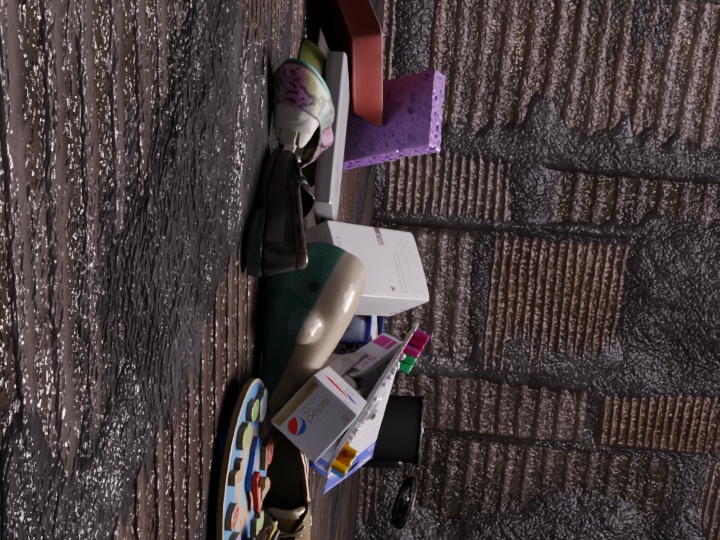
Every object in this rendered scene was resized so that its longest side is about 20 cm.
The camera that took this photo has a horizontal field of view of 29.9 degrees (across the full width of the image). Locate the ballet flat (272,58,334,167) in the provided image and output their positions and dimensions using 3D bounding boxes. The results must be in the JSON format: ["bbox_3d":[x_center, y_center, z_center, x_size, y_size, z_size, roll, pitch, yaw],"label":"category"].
[{"bbox_3d":[-0.066,-0.159,1.475,0.200,0.069,0.071,84,30,-74],"label":"ballet flat"}]

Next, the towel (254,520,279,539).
[{"bbox_3d":[-0.117,0.358,1.313,0.144,0.023,0.201,-57,159,-73],"label":"towel"}]

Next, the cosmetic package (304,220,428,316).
[{"bbox_3d":[0.000,0.000,1.726,0.200,0.074,0.102,4,67,-58],"label":"cosmetic package"}]

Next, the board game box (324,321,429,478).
[{"bbox_3d":[0.020,0.165,1.648,0.200,0.026,0.200,-57,175,-9],"label":"board game box"}]

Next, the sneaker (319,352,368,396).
[{"bbox_3d":[-0.048,0.123,1.643,0.200,0.115,0.075,-71,166,-77],"label":"sneaker"}]

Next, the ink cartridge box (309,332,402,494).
[{"bbox_3d":[-0.010,0.189,1.777,0.119,0.042,0.200,-32,142,-49],"label":"ink cartridge box"}]

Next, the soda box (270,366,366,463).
[{"bbox_3d":[-0.042,0.151,1.447,0.068,0.064,0.200,-47,177,1],"label":"soda box"}]

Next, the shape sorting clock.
[{"bbox_3d":[-0.111,0.205,1.322,0.200,0.039,0.201,4,90,-87],"label":"shape sorting clock"}]

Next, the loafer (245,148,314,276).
[{"bbox_3d":[-0.074,-0.057,1.392,0.200,0.063,0.072,-81,175,-54],"label":"loafer"}]

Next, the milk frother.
[{"bbox_3d":[0.007,0.306,2.215,0.200,0.188,0.181,-80,173,-54],"label":"milk frother"}]

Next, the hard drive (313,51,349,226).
[{"bbox_3d":[-0.036,-0.157,1.705,0.132,0.027,0.201,86,9,-72],"label":"hard drive"}]

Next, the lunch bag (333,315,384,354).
[{"bbox_3d":[-0.028,0.073,1.878,0.170,0.123,0.200,92,0,-47],"label":"lunch bag"}]

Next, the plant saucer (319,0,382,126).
[{"bbox_3d":[-0.017,-0.318,1.779,0.200,0.037,0.200,89,-16,-59],"label":"plant saucer"}]

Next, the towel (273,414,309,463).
[{"bbox_3d":[-0.092,0.261,1.691,0.171,0.048,0.201,81,13,-89],"label":"towel"}]

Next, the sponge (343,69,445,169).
[{"bbox_3d":[0.022,-0.202,1.847,0.030,0.200,0.112,24,64,-50],"label":"sponge"}]

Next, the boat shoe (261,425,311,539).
[{"bbox_3d":[-0.088,0.263,1.446,0.074,0.075,0.201,168,-82,-78],"label":"boat shoe"}]

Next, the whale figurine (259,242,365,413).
[{"bbox_3d":[-0.074,0.060,1.491,0.200,0.104,0.159,-61,176,1],"label":"whale figurine"}]

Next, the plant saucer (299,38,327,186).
[{"bbox_3d":[-0.061,-0.194,1.725,0.200,0.031,0.201,5,90,-86],"label":"plant saucer"}]
